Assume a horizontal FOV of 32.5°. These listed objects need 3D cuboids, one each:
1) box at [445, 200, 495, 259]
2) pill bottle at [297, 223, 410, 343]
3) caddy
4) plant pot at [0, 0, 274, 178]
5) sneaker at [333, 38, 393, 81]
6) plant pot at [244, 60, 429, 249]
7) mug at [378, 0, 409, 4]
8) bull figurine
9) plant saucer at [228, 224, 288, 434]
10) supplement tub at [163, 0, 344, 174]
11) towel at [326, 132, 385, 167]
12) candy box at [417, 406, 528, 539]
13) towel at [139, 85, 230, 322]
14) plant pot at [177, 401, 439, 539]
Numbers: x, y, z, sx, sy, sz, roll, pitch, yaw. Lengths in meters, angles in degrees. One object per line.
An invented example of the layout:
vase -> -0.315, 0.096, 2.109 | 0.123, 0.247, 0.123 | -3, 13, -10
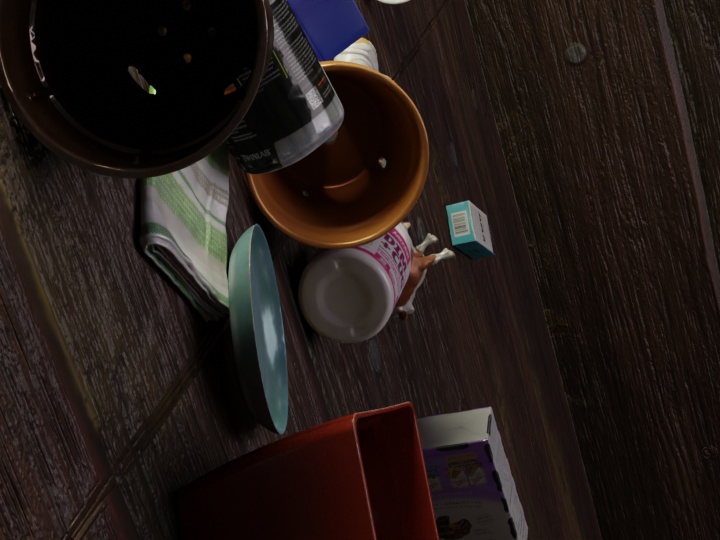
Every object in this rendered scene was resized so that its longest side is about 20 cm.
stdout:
box -> 0.222, -0.079, 2.466 | 0.200, 0.049, 0.083 | 25, 55, -71
pill bottle -> 0.000, 0.000, 1.481 | 0.200, 0.112, 0.115 | -60, 136, -68
caddy -> -0.075, -0.334, 1.497 | 0.142, 0.104, 0.200 | 59, 4, 32
plant pot -> -0.154, -0.182, 0.951 | 0.198, 0.198, 0.203 | -66, 142, -79
sneaker -> 0.003, -0.254, 1.802 | 0.200, 0.075, 0.089 | 46, 50, -57
plant pot -> -0.032, -0.140, 1.369 | 0.140, 0.198, 0.202 | -111, -177, -70
mug -> 0.055, -0.572, 2.101 | 0.201, 0.132, 0.179 | -82, 157, -59
bull figurine -> 0.056, -0.028, 1.724 | 0.065, 0.121, 0.201 | 31, -28, 60
plant saucer -> -0.098, 0.058, 1.182 | 0.200, 0.027, 0.203 | -8, 90, -87
supplement tub -> -0.110, -0.206, 1.196 | 0.201, 0.121, 0.123 | 61, 21, -23
towel -> -0.011, -0.165, 1.590 | 0.146, 0.022, 0.201 | 32, 32, -15
candy box -> 0.108, 0.283, 1.552 | 0.072, 0.166, 0.202 | -72, 147, -58
towel -> -0.155, -0.072, 1.133 | 0.150, 0.030, 0.202 | 58, 25, -54
plant pot -> -0.041, 0.231, 1.037 | 0.200, 0.174, 0.202 | 10, 68, -73
